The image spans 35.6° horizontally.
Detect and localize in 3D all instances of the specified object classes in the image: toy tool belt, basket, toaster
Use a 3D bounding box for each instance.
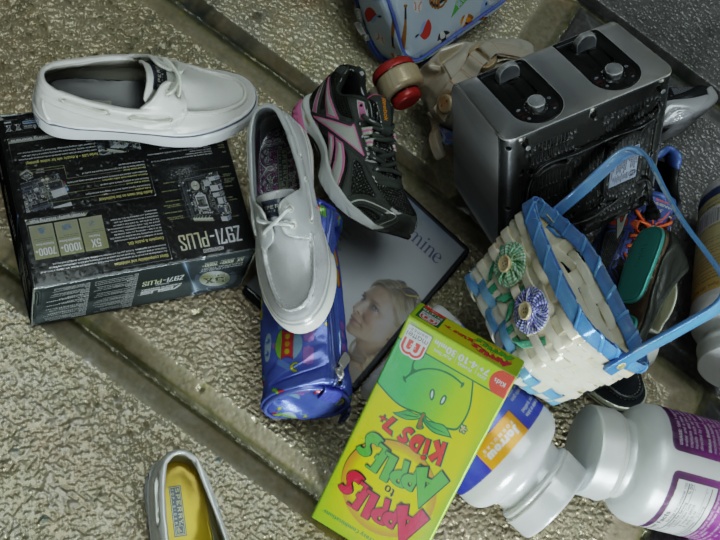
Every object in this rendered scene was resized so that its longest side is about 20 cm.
[{"bbox_3d":[0.114,-0.161,1.129,0.198,0.125,0.125,-14,72,-37],"label":"toy tool belt"},{"bbox_3d":[0.202,0.012,0.972,0.139,0.199,0.178,33,26,-47],"label":"basket"},{"bbox_3d":[0.189,-0.116,1.063,0.178,0.202,0.119,-22,51,-11],"label":"toaster"}]

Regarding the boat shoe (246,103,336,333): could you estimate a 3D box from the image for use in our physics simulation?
[{"bbox_3d":[-0.064,-0.049,0.950,0.071,0.069,0.204,-9,66,16],"label":"boat shoe"}]

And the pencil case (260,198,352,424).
[{"bbox_3d":[-0.048,0.033,0.993,0.078,0.086,0.204,24,54,-46],"label":"pencil case"}]

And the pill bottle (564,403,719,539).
[{"bbox_3d":[0.295,0.189,1.048,0.196,0.112,0.114,16,63,-12],"label":"pill bottle"}]

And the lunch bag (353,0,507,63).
[{"bbox_3d":[0.072,-0.313,1.183,0.199,0.075,0.162,-37,122,-26],"label":"lunch bag"}]

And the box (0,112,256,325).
[{"bbox_3d":[-0.210,-0.059,0.999,0.197,0.086,0.166,-11,70,-22],"label":"box"}]

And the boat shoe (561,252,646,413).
[{"bbox_3d":[0.228,0.047,1.116,0.074,0.062,0.203,-18,75,-26],"label":"boat shoe"}]

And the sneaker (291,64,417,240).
[{"bbox_3d":[0.002,-0.120,1.056,0.080,0.087,0.201,7,42,-46],"label":"sneaker"}]

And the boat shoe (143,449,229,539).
[{"bbox_3d":[-0.127,0.240,0.899,0.073,0.086,0.205,-6,69,-20],"label":"boat shoe"}]

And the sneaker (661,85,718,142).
[{"bbox_3d":[0.299,-0.197,1.235,0.197,0.076,0.115,-21,78,-22],"label":"sneaker"}]

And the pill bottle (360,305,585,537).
[{"bbox_3d":[0.104,0.138,1.005,0.200,0.112,0.112,44,61,4],"label":"pill bottle"}]

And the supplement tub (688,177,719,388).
[{"bbox_3d":[0.412,0.012,1.144,0.142,0.145,0.203,18,63,-10],"label":"supplement tub"}]

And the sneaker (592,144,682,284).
[{"bbox_3d":[0.293,-0.050,1.169,0.074,0.079,0.203,18,63,-9],"label":"sneaker"}]

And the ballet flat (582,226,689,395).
[{"bbox_3d":[0.260,0.051,1.063,0.068,0.068,0.201,44,71,-25],"label":"ballet flat"}]

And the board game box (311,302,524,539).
[{"bbox_3d":[0.047,0.143,0.938,0.100,0.203,0.048,28,17,9],"label":"board game box"}]

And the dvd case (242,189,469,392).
[{"bbox_3d":[0.000,0.000,1.083,0.142,0.018,0.200,41,61,2],"label":"dvd case"}]

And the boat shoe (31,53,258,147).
[{"bbox_3d":[-0.181,-0.155,0.964,0.196,0.066,0.073,1,66,-18],"label":"boat shoe"}]
